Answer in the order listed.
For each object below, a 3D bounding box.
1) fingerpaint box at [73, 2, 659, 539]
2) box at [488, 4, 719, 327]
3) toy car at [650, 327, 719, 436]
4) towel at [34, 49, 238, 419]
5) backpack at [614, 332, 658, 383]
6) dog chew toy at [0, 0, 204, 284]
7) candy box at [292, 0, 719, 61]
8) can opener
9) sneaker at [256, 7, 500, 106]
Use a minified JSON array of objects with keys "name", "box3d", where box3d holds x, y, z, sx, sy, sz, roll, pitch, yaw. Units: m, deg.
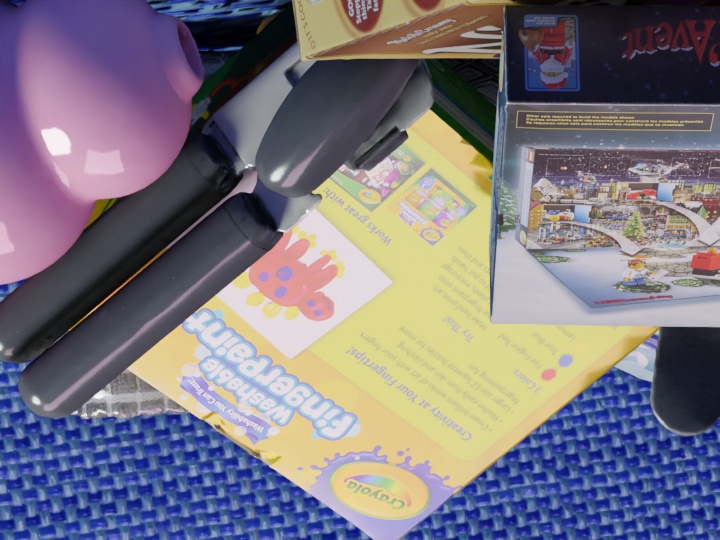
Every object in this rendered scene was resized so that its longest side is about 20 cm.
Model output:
[{"name":"fingerpaint box","box3d":[0.000,0.000,0.997,0.167,0.074,0.200,-41,127,17]},{"name":"box","box3d":[0.142,-0.030,0.778,0.198,0.038,0.137,1,149,1]},{"name":"toy car","box3d":[0.149,-0.041,0.935,0.163,0.202,0.158,-9,178,13]},{"name":"towel","box3d":[-0.052,-0.020,1.104,0.199,0.167,0.085,-5,-177,-38]},{"name":"backpack","box3d":[0.138,-0.023,1.180,0.198,0.164,0.154,9,139,-17]},{"name":"dog chew toy","box3d":[-0.150,-0.043,0.873,0.199,0.126,0.124,-20,175,13]},{"name":"candy box","box3d":[0.076,-0.110,0.763,0.116,0.057,0.199,-5,175,-35]},{"name":"can opener","box3d":[-0.059,-0.025,0.877,0.200,0.053,0.067,-40,165,9]},{"name":"sneaker","box3d":[0.047,-0.079,1.075,0.198,0.089,0.076,-9,177,-26]}]
